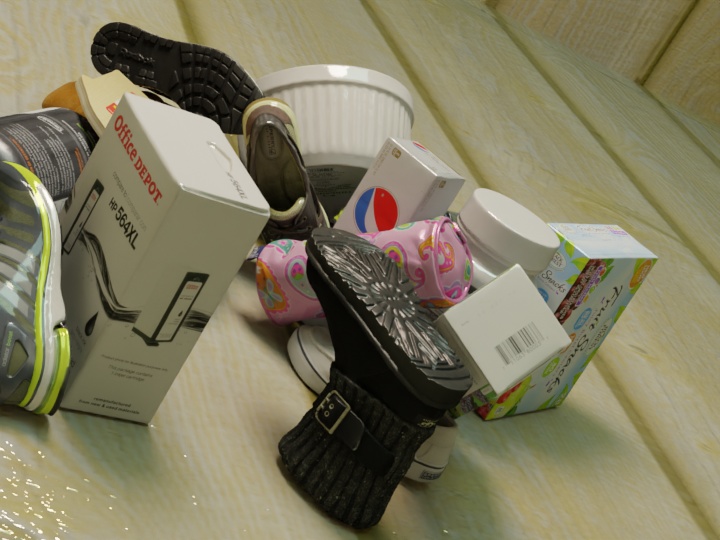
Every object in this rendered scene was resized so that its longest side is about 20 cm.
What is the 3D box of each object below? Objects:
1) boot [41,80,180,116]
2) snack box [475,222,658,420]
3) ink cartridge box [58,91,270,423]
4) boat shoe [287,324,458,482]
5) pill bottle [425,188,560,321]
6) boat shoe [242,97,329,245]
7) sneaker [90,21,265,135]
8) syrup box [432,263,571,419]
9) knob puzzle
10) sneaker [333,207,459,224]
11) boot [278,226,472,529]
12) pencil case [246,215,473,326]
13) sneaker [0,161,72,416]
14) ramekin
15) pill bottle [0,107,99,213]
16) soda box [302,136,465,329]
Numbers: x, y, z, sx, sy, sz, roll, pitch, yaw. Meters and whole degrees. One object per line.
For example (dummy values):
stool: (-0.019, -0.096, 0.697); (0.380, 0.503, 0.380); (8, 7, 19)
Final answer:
boot: (-0.264, -0.146, 1.473); (0.143, 0.071, 0.201); (18, 19, 19)
snack box: (0.197, 0.050, 1.501); (0.068, 0.201, 0.168); (42, 22, 26)
ink cartridge box: (-0.169, -0.011, 1.110); (0.084, 0.201, 0.146); (16, 25, -37)
boat shoe: (0.011, 0.100, 1.301); (0.072, 0.066, 0.200); (2, 33, -44)
pill bottle: (0.097, 0.030, 1.401); (0.113, 0.201, 0.114); (28, 20, -11)
boat shoe: (-0.076, -0.065, 1.434); (0.071, 0.202, 0.066); (-9, 24, 8)
sneaker: (-0.172, -0.199, 1.507); (0.199, 0.076, 0.088); (28, 8, 14)
syrup box: (0.098, 0.067, 1.238); (0.082, 0.078, 0.200); (56, -15, 6)
knob puzzle: (-0.184, -0.096, 1.316); (0.219, 0.030, 0.220); (42, 14, -13)
sneaker: (0.068, -0.048, 1.555); (0.199, 0.081, 0.074); (3, 57, -46)
boot: (-0.014, 0.082, 1.175); (0.079, 0.158, 0.212); (9, 36, -41)
pencil case: (0.000, 0.000, 1.333); (0.199, 0.088, 0.087); (-6, 1, 29)
sneaker: (-0.260, 0.006, 1.056); (0.080, 0.074, 0.201); (6, 56, -35)
ramekin: (-0.039, -0.128, 1.581); (0.199, 0.200, 0.106); (15, 64, -38)
pill bottle: (-0.294, -0.073, 1.208); (0.106, 0.107, 0.200); (35, 20, 9)
soda box: (0.014, -0.026, 1.408); (0.068, 0.201, 0.064); (40, 20, 25)
